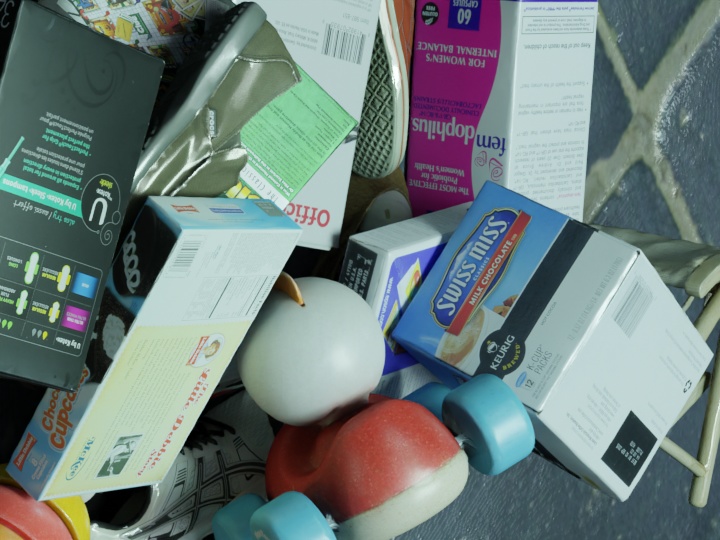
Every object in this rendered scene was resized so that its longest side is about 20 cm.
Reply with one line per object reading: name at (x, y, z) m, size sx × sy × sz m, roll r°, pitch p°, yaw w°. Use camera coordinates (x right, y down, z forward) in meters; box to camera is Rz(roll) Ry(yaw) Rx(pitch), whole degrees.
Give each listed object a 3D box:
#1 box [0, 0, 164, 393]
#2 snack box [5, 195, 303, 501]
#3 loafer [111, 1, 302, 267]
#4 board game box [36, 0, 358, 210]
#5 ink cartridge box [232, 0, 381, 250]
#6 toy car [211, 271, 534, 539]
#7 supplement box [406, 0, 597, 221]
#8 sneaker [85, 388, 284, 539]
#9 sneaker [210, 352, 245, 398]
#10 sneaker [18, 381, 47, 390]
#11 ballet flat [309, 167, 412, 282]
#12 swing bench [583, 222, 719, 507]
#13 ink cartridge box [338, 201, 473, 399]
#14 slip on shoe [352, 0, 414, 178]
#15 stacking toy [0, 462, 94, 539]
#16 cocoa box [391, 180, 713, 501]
box at (-0.224, -0.048, 1.279) m, size 0.124 × 0.148 × 0.201 m, roll 20°, pitch 83°, yaw -51°
snack box at (-0.124, 0.047, 1.357) m, size 0.116 × 0.037 × 0.200 m, roll -1°, pitch 126°, yaw -55°
loafer at (-0.101, -0.067, 1.348) m, size 0.070 × 0.075 × 0.200 m, roll 39°, pitch 79°, yaw -16°
board game box at (-0.106, -0.121, 1.395) m, size 0.200 × 0.023 × 0.105 m, roll 44°, pitch 77°, yaw -15°
ink cartridge box at (-0.072, -0.124, 1.492) m, size 0.145 × 0.084 × 0.201 m, roll 10°, pitch 90°, yaw -50°
toy car at (-0.026, 0.076, 1.445) m, size 0.184 × 0.177 × 0.200 m, roll -29°, pitch 94°, yaw -19°
supplement box at (0.105, -0.115, 1.691) m, size 0.103 × 0.101 × 0.201 m, roll -9°, pitch 105°, yaw -48°
sneaker at (-0.121, 0.135, 1.499) m, size 0.200 × 0.075 × 0.088 m, roll -49°, pitch 132°, yaw -32°
sneaker at (-0.121, 0.048, 1.499) m, size 0.200 × 0.081 × 0.084 m, roll -16°, pitch 81°, yaw -42°
sneaker at (-0.177, -0.019, 1.422) m, size 0.076 × 0.070 × 0.200 m, roll 72°, pitch 40°, yaw -65°
ballet flat at (0.000, 0.000, 1.614) m, size 0.068 × 0.072 × 0.200 m, roll 46°, pitch 63°, yaw -42°
swing bench at (0.192, 0.053, 1.754) m, size 0.130 × 0.198 × 0.201 m, roll 36°, pitch 71°, yaw -48°
ink cartridge box at (0.044, 0.052, 1.603) m, size 0.200 × 0.043 × 0.199 m, roll -14°, pitch 126°, yaw -49°
slip on shoe at (0.012, -0.165, 1.597) m, size 0.061 × 0.074 × 0.201 m, roll -15°, pitch 105°, yaw -50°
stacking toy at (-0.213, 0.169, 1.384) m, size 0.200 × 0.146 × 0.147 m, roll -54°, pitch 137°, yaw -52°
cocoa box at (0.136, 0.051, 1.568) m, size 0.134 × 0.131 × 0.200 m, roll -57°, pitch 148°, yaw -7°
